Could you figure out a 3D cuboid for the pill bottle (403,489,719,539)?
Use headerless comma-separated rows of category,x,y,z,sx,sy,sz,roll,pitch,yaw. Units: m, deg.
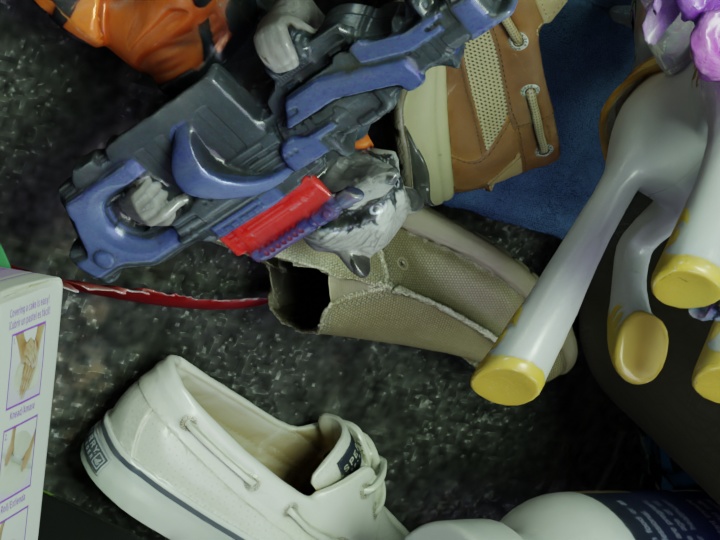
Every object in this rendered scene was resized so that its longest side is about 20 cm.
pill bottle,0.111,0.145,0.829,0.198,0.116,0.117,3,118,-33

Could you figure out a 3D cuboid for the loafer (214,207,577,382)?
loafer,0.000,0.000,0.824,0.199,0.076,0.068,34,80,-23

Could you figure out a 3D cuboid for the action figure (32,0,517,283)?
action figure,-0.031,-0.089,0.703,0.199,0.105,0.194,-21,110,32

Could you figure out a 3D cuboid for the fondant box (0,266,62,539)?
fondant box,-0.183,0.092,0.701,0.143,0.058,0.202,10,101,15

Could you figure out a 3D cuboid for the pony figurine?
pony figurine,0.121,-0.061,0.678,0.166,0.201,0.193,28,149,-18

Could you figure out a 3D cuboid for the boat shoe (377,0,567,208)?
boat shoe,0.040,-0.113,0.729,0.073,0.076,0.201,-7,133,-3

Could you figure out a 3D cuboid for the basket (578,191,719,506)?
basket,0.176,0.039,0.783,0.135,0.200,0.182,-15,111,-18

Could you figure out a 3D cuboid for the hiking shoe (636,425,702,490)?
hiking shoe,0.148,0.071,0.940,0.086,0.074,0.202,16,103,-20

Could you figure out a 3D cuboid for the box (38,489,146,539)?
box,-0.076,0.189,0.848,0.200,0.148,0.125,38,76,-34

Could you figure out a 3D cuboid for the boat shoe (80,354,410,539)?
boat shoe,-0.020,0.096,0.886,0.199,0.071,0.070,33,107,-26

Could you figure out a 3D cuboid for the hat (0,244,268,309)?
hat,-0.167,0.020,0.811,0.199,0.176,0.166,37,104,7

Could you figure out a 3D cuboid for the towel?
towel,0.098,-0.111,0.819,0.111,0.049,0.201,17,111,-29
